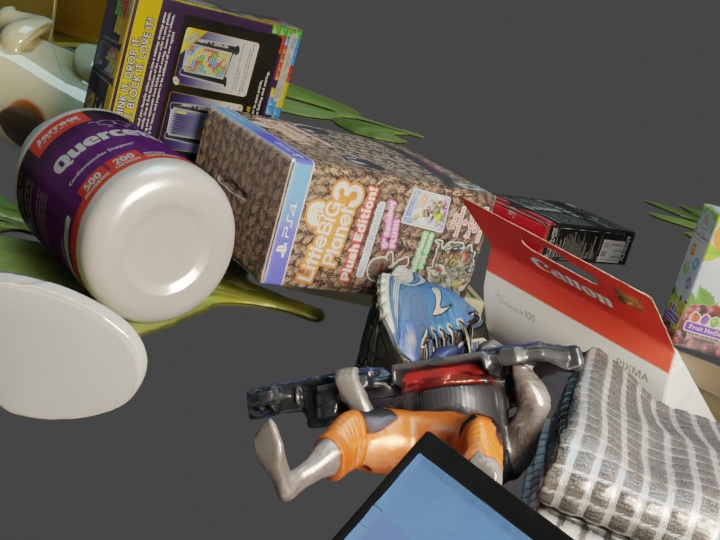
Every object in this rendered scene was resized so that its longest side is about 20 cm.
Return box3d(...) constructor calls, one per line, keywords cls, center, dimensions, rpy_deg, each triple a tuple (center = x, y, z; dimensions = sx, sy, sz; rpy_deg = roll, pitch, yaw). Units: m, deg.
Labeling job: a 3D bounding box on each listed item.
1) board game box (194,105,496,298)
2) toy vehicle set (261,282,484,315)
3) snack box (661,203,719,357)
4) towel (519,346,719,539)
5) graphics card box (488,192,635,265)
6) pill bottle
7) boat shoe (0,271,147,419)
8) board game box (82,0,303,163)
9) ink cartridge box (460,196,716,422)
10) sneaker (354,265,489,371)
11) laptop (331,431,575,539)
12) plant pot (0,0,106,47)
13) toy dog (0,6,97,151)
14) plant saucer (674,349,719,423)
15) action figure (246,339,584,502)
box3d(cls="board game box", center=(-0.020, -0.053, 0.945), dimensions=(0.198, 0.098, 0.159), rpy_deg=(7, 17, -35))
box3d(cls="toy vehicle set", center=(0.000, 0.000, 1.023), dimensions=(0.197, 0.027, 0.124), rpy_deg=(13, 15, -15))
box3d(cls="snack box", center=(0.425, 0.028, 1.173), dimensions=(0.197, 0.144, 0.053), rpy_deg=(15, 14, -7))
box3d(cls="towel", center=(0.176, 0.124, 0.633), dimensions=(0.163, 0.087, 0.200), rpy_deg=(20, 14, 8))
box3d(cls="graphics card box", center=(0.247, -0.053, 1.473), dimensions=(0.198, 0.052, 0.125), rpy_deg=(1, 21, -45))
box3d(cls="pill bottle", center=(-0.179, -0.049, 0.824), dimensions=(0.111, 0.114, 0.199), rpy_deg=(6, 18, -38))
box3d(cls="boat shoe", center=(-0.208, 0.026, 0.605), dimensions=(0.197, 0.072, 0.070), rpy_deg=(9, 17, -5))
box3d(cls="board game box", center=(-0.153, -0.130, 0.985), dimensions=(0.164, 0.203, 0.057), rpy_deg=(6, 18, -38))
box3d(cls="ink cartridge box", center=(0.146, 0.047, 0.781), dimensions=(0.162, 0.057, 0.200), rpy_deg=(32, -6, 38))
box3d(cls="sneaker", center=(0.048, 0.044, 0.807), dimensions=(0.088, 0.080, 0.200), rpy_deg=(16, 13, 7))
box3d(cls="laptop", center=(-0.011, 0.135, 0.329), dimensions=(0.198, 0.105, 0.177), rpy_deg=(5, 18, -40))
box3d(cls="plant pot", center=(-0.561, -0.504, 1.993), dimensions=(0.197, 0.197, 0.195), rpy_deg=(15, 13, 14))
box3d(cls="toy dog", center=(-0.331, -0.161, 1.095), dimensions=(0.197, 0.140, 0.196), rpy_deg=(13, 51, -22))
box3d(cls="plant saucer", center=(0.260, 0.102, 0.933), dimensions=(0.197, 0.030, 0.200), rpy_deg=(17, 13, -4))
box3d(cls="action figure", center=(0.018, 0.098, 0.606), dimensions=(0.197, 0.106, 0.193), rpy_deg=(-10, -4, 24))
